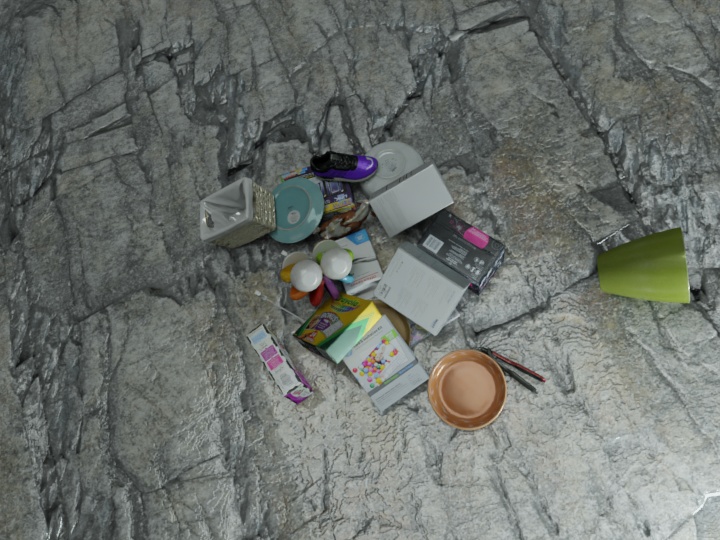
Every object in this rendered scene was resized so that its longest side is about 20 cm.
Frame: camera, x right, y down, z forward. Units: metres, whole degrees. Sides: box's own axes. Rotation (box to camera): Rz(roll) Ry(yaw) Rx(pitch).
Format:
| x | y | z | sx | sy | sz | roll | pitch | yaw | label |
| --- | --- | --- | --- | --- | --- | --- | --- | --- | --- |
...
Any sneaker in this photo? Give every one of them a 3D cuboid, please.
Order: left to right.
| x | y | z | sx | sy | sz | roll | pitch | yaw | label |
| --- | --- | --- | --- | --- | --- | --- | --- | --- | --- |
| -0.053 | -0.300 | 1.822 | 0.199 | 0.100 | 0.070 | -2 | 69 | 18 | sneaker |

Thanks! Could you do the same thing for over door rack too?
| x | y | z | sx | sy | sz | roll | pitch | yaw | label |
| --- | --- | --- | --- | --- | --- | --- | --- | --- | --- |
| -0.171 | 0.057 | 1.795 | 0.200 | 0.067 | 0.148 | 32 | 79 | -2 | over door rack |

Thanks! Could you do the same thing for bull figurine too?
| x | y | z | sx | sy | sz | roll | pitch | yaw | label |
| --- | --- | --- | --- | --- | --- | --- | --- | --- | --- |
| -0.050 | -0.129 | 1.798 | 0.200 | 0.121 | 0.065 | -30 | 91 | 37 | bull figurine |

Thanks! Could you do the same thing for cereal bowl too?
| x | y | z | sx | sy | sz | roll | pitch | yaw | label |
| --- | --- | --- | --- | --- | --- | --- | --- | --- | --- |
| 0.087 | -0.293 | 1.872 | 0.199 | 0.083 | 0.201 | -4 | 69 | 10 | cereal bowl |

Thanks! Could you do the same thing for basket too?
| x | y | z | sx | sy | sz | roll | pitch | yaw | label |
| --- | --- | --- | --- | --- | --- | --- | --- | --- | --- |
| -0.351 | -0.158 | 1.852 | 0.200 | 0.123 | 0.136 | -20 | 65 | 32 | basket |

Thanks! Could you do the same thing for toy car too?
| x | y | z | sx | sy | sz | roll | pitch | yaw | label |
| --- | --- | --- | --- | --- | --- | --- | --- | --- | --- |
| -0.104 | 0.016 | 1.700 | 0.199 | 0.175 | 0.150 | -22 | 108 | -11 | toy car |

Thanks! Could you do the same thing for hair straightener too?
| x | y | z | sx | sy | sz | roll | pitch | yaw | label |
| --- | --- | --- | --- | --- | --- | --- | --- | --- | --- |
| 0.366 | 0.259 | 1.643 | 0.200 | 0.041 | 0.077 | 30 | 78 | 19 | hair straightener |

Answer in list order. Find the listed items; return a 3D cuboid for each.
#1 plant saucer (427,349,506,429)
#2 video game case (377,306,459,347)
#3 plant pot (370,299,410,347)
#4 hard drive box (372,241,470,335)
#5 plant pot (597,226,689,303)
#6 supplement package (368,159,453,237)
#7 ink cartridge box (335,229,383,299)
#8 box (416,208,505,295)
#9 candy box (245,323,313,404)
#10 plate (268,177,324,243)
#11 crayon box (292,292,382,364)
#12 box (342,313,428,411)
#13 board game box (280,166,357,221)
| x | y | z | sx | sy | sz | roll | pitch | yaw | label |
| --- | --- | --- | --- | --- | --- | --- | --- | --- | --- |
| 0.271 | 0.301 | 1.636 | 0.199 | 0.037 | 0.201 | -4 | 77 | 17 | plant saucer |
| 0.147 | 0.118 | 1.748 | 0.200 | 0.018 | 0.143 | -33 | 69 | -1 | video game case |
| 0.041 | 0.178 | 1.728 | 0.199 | 0.027 | 0.201 | -5 | 75 | 19 | plant pot |
| 0.157 | 0.046 | 1.670 | 0.200 | 0.077 | 0.156 | 34 | 115 | 12 | hard drive box |
| 0.704 | -0.003 | 1.615 | 0.199 | 0.187 | 0.188 | -7 | 69 | 24 | plant pot |
| 0.139 | -0.199 | 1.768 | 0.200 | 0.120 | 0.121 | -28 | 102 | 12 | supplement package |
| 0.000 | 0.000 | 1.792 | 0.116 | 0.067 | 0.201 | -22 | 68 | 2 | ink cartridge box |
| 0.270 | -0.047 | 1.733 | 0.200 | 0.115 | 0.132 | 34 | 81 | 21 | box |
| -0.212 | 0.248 | 1.707 | 0.061 | 0.136 | 0.200 | -36 | 69 | -5 | candy box |
| -0.199 | -0.177 | 1.854 | 0.199 | 0.026 | 0.201 | -6 | 73 | 21 | plate |
| -0.063 | 0.142 | 1.676 | 0.173 | 0.058 | 0.200 | -47 | 26 | -17 | crayon box |
| 0.057 | 0.237 | 1.660 | 0.156 | 0.041 | 0.200 | -35 | 91 | 6 | box |
| -0.123 | -0.229 | 1.904 | 0.199 | 0.057 | 0.166 | -15 | 70 | 6 | board game box |
